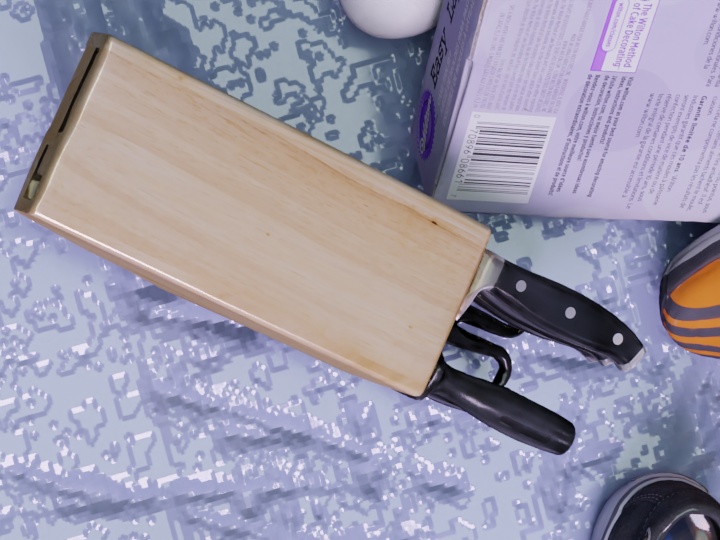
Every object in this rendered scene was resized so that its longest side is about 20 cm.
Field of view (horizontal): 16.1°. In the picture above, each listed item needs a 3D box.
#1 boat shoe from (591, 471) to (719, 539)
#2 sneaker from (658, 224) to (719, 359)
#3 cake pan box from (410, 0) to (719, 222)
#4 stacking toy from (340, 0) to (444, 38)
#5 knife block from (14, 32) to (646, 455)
[{"bbox_3d":[0.112,0.176,0.929,0.069,0.066,0.202,8,88,-10],"label":"boat shoe"},{"bbox_3d":[0.199,0.033,0.894,0.198,0.078,0.113,-6,55,22],"label":"sneaker"},{"bbox_3d":[0.124,-0.097,0.881,0.183,0.053,0.201,2,133,-12],"label":"cake pan box"},{"bbox_3d":[0.065,-0.160,0.906,0.146,0.146,0.200,41,98,-7],"label":"stacking toy"},{"bbox_3d":[0.000,0.000,0.861,0.175,0.200,0.064,22,85,21],"label":"knife block"}]
